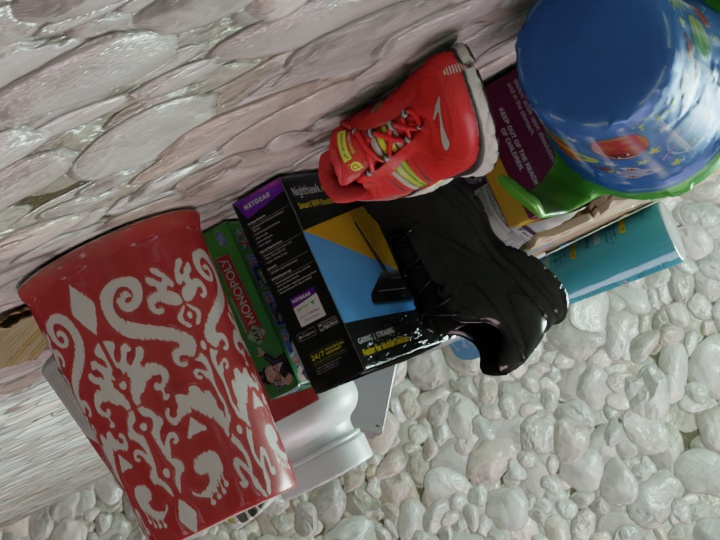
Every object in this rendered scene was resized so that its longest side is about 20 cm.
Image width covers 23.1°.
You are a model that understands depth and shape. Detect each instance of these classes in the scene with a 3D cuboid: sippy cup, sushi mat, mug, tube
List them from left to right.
[{"bbox_3d":[-0.260,0.052,1.352,0.095,0.012,0.200,-21,173,-30],"label":"sushi mat"},{"bbox_3d":[-0.116,0.072,1.204,0.177,0.201,0.133,-18,171,-46],"label":"mug"},{"bbox_3d":[0.158,0.007,1.398,0.199,0.051,0.077,-24,-172,18],"label":"tube"},{"bbox_3d":[0.156,-0.119,1.054,0.139,0.179,0.130,3,174,24],"label":"sippy cup"}]

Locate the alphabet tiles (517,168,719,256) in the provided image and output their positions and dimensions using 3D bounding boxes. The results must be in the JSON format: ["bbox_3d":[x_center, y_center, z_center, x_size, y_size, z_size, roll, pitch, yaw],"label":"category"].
[{"bbox_3d":[0.203,-0.053,1.337,0.195,0.015,0.200,-24,175,-12],"label":"alphabet tiles"}]

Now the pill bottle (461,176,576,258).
[{"bbox_3d":[0.142,-0.067,1.499,0.112,0.113,0.200,-21,173,-37],"label":"pill bottle"}]

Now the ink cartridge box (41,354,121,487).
[{"bbox_3d":[-0.171,0.097,1.430,0.083,0.147,0.200,-34,180,-25],"label":"ink cartridge box"}]

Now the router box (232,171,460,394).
[{"bbox_3d":[0.000,0.000,1.304,0.051,0.150,0.200,-27,175,27],"label":"router box"}]

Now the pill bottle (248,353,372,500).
[{"bbox_3d":[-0.072,0.084,1.471,0.112,0.201,0.112,-28,178,-1],"label":"pill bottle"}]

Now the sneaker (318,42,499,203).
[{"bbox_3d":[0.024,-0.078,1.096,0.084,0.077,0.200,-16,170,-20],"label":"sneaker"}]

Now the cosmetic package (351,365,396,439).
[{"bbox_3d":[0.013,0.061,1.733,0.050,0.201,0.083,12,169,-6],"label":"cosmetic package"}]

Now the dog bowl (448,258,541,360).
[{"bbox_3d":[0.141,0.004,1.628,0.200,0.050,0.112,-34,-152,34],"label":"dog bowl"}]

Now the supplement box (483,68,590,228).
[{"bbox_3d":[0.189,-0.121,1.246,0.199,0.104,0.131,-29,173,30],"label":"supplement box"}]

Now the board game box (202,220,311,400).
[{"bbox_3d":[-0.050,0.024,1.388,0.029,0.135,0.200,-27,173,19],"label":"board game box"}]

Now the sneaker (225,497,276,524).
[{"bbox_3d":[-0.083,0.183,1.689,0.200,0.075,0.085,-26,-174,42],"label":"sneaker"}]

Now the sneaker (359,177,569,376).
[{"bbox_3d":[0.062,-0.004,1.275,0.091,0.200,0.076,-54,-169,-24],"label":"sneaker"}]
